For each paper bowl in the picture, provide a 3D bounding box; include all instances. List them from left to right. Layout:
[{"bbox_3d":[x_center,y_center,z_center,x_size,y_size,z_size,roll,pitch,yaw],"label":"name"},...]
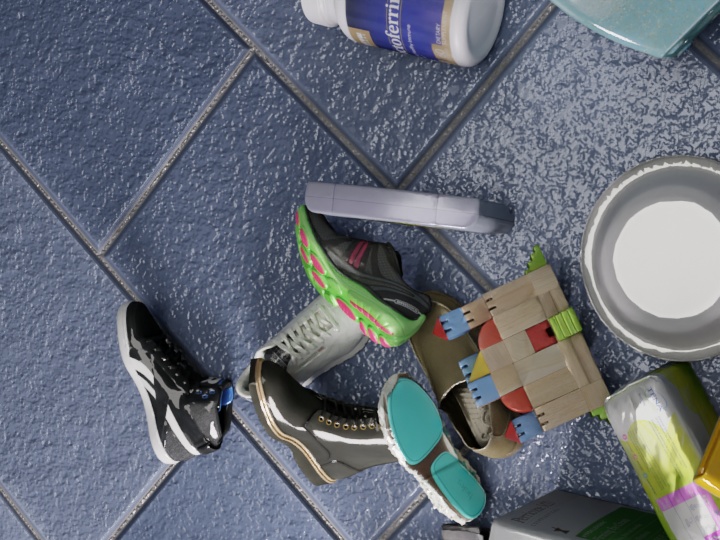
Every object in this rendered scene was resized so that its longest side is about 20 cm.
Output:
[{"bbox_3d":[0.313,-0.012,1.293,0.199,0.104,0.203,0,91,25],"label":"paper bowl"}]

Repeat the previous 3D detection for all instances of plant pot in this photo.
[{"bbox_3d":[0.267,-0.310,1.261,0.196,0.196,0.200,-44,82,20],"label":"plant pot"}]

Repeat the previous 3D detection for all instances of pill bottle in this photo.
[{"bbox_3d":[0.043,-0.290,1.405,0.199,0.116,0.117,17,99,25],"label":"pill bottle"}]

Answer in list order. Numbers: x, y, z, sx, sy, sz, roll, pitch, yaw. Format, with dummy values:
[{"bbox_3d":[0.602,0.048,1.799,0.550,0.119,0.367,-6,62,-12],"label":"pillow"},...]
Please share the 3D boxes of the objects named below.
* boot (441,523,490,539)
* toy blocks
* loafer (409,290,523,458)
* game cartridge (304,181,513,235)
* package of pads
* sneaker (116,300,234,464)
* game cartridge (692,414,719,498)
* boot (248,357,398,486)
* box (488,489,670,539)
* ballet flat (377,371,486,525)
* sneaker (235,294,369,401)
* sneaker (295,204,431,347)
[{"bbox_3d":[0.089,0.337,1.443,0.198,0.070,0.133,2,88,17],"label":"boot"},{"bbox_3d":[0.161,0.093,1.347,0.136,0.100,0.201,-25,81,2],"label":"toy blocks"},{"bbox_3d":[0.108,0.110,1.415,0.076,0.067,0.201,-38,76,22],"label":"loafer"},{"bbox_3d":[0.048,-0.066,1.401,0.198,0.133,0.041,7,88,26],"label":"game cartridge"},{"bbox_3d":[0.317,0.190,1.270,0.068,0.154,0.201,-31,79,23],"label":"package of pads"},{"bbox_3d":[-0.209,0.121,1.572,0.111,0.073,0.202,-17,93,22],"label":"sneaker"},{"bbox_3d":[0.423,0.163,1.204,0.199,0.032,0.177,29,71,1],"label":"game cartridge"},{"bbox_3d":[-0.023,0.150,1.435,0.137,0.200,0.078,-14,48,21],"label":"boot"},{"bbox_3d":[0.224,0.340,1.296,0.170,0.199,0.202,8,94,26],"label":"box"},{"bbox_3d":[0.062,0.190,1.401,0.071,0.072,0.201,-19,117,25],"label":"ballet flat"},{"bbox_3d":[-0.056,0.079,1.487,0.200,0.080,0.077,-46,70,16],"label":"sneaker"},{"bbox_3d":[0.000,0.000,1.437,0.200,0.083,0.077,46,153,24],"label":"sneaker"}]
